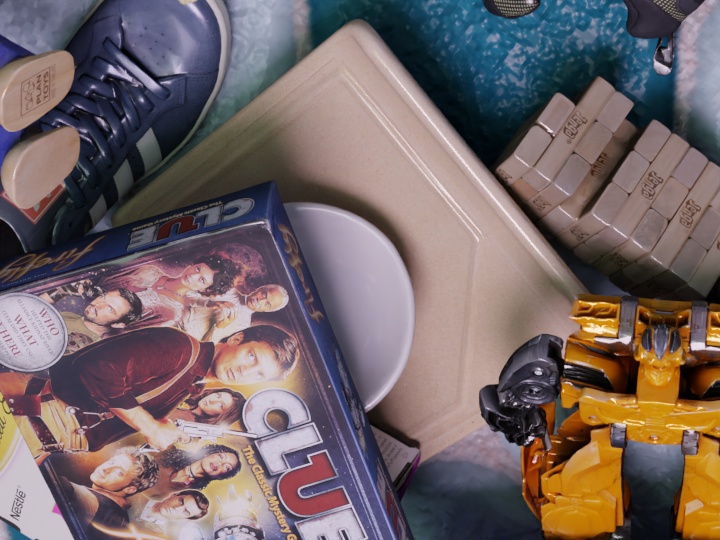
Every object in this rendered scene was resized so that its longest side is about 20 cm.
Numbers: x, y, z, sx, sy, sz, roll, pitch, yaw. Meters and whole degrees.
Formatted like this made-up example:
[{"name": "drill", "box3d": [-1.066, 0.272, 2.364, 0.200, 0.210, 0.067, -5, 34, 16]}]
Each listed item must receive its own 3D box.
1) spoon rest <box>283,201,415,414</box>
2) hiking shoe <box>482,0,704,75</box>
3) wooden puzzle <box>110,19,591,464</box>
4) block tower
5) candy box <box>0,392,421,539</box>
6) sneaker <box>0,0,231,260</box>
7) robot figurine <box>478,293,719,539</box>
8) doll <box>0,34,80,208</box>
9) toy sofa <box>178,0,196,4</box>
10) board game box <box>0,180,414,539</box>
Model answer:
[{"name": "spoon rest", "box3d": [-0.075, 0.023, 0.791, 0.199, 0.061, 0.100, -3, 87, 9]}, {"name": "hiking shoe", "box3d": [0.059, -0.155, 0.737, 0.199, 0.076, 0.101, 28, 114, 2]}, {"name": "wooden puzzle", "box3d": [0.000, 0.000, 0.833, 0.185, 0.037, 0.200, 50, 131, -8]}, {"name": "block tower", "box3d": [0.152, -0.003, 0.777, 0.200, 0.058, 0.054, 37, 74, -3]}, {"name": "candy box", "box3d": [-0.087, 0.100, 0.879, 0.199, 0.061, 0.137, 29, 126, 10]}, {"name": "sneaker", "box3d": [-0.134, -0.054, 0.833, 0.075, 0.085, 0.200, 39, 117, -3]}, {"name": "robot figurine", "box3d": [0.125, 0.074, 0.774, 0.144, 0.058, 0.200, 5, 146, 10]}, {"name": "doll", "box3d": [-0.208, -0.103, 0.755, 0.199, 0.048, 0.137, 26, 137, 22]}, {"name": "toy sofa", "box3d": [-0.140, -0.156, 0.769, 0.199, 0.083, 0.098, -7, 113, 33]}, {"name": "board game box", "box3d": [-0.066, 0.073, 0.762, 0.135, 0.035, 0.201, -16, 116, 12]}]
